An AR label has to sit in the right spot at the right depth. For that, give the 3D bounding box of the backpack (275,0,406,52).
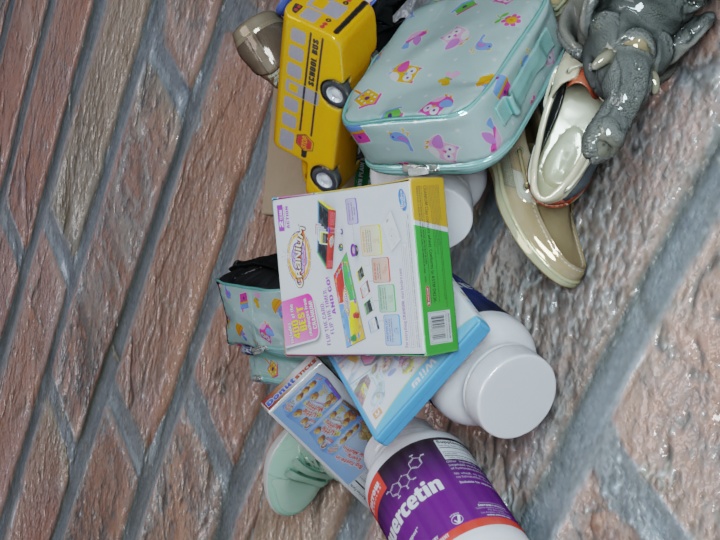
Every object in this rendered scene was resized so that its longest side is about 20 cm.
[{"bbox_3d":[0.004,-0.296,1.419,0.200,0.154,0.191,-53,6,34],"label":"backpack"}]

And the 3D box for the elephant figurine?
[{"bbox_3d":[0.218,-0.197,1.186,0.141,0.155,0.200,39,112,31],"label":"elephant figurine"}]

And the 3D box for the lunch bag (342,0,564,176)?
[{"bbox_3d":[0.088,-0.162,1.309,0.160,0.077,0.200,4,46,36],"label":"lunch bag"}]

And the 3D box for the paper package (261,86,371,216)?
[{"bbox_3d":[-0.020,-0.153,1.647,0.190,0.103,0.201,6,90,61],"label":"paper package"}]

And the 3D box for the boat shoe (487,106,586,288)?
[{"bbox_3d":[0.161,-0.079,1.345,0.065,0.072,0.201,-35,61,28],"label":"boat shoe"}]

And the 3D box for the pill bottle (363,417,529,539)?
[{"bbox_3d":[0.075,0.229,1.406,0.200,0.112,0.113,54,132,49],"label":"pill bottle"}]

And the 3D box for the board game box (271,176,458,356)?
[{"bbox_3d":[0.000,0.000,1.345,0.200,0.040,0.154,-3,92,50],"label":"board game box"}]

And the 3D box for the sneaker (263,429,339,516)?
[{"bbox_3d":[-0.048,0.221,1.661,0.201,0.074,0.118,-65,28,27],"label":"sneaker"}]

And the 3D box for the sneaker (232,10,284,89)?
[{"bbox_3d":[-0.065,-0.204,1.485,0.070,0.200,0.076,-31,83,20],"label":"sneaker"}]

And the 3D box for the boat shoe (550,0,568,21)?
[{"bbox_3d":[0.187,-0.278,1.334,0.200,0.062,0.074,-43,50,51],"label":"boat shoe"}]

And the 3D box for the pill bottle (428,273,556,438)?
[{"bbox_3d":[0.096,0.077,1.395,0.200,0.111,0.111,39,119,56],"label":"pill bottle"}]

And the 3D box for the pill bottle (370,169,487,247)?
[{"bbox_3d":[0.065,-0.116,1.424,0.200,0.111,0.112,-86,22,-45],"label":"pill bottle"}]

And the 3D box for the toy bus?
[{"bbox_3d":[-0.033,-0.160,1.374,0.078,0.065,0.200,26,140,15],"label":"toy bus"}]

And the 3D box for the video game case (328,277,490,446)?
[{"bbox_3d":[0.031,0.051,1.381,0.143,0.018,0.200,-49,35,11],"label":"video game case"}]

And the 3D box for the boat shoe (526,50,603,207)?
[{"bbox_3d":[0.190,-0.149,1.269,0.071,0.063,0.201,22,98,18],"label":"boat shoe"}]

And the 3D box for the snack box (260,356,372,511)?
[{"bbox_3d":[-0.012,0.167,1.480,0.072,0.200,0.024,-43,35,-2],"label":"snack box"}]

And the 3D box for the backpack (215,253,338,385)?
[{"bbox_3d":[-0.041,0.044,1.585,0.200,0.175,0.154,-9,94,61],"label":"backpack"}]
